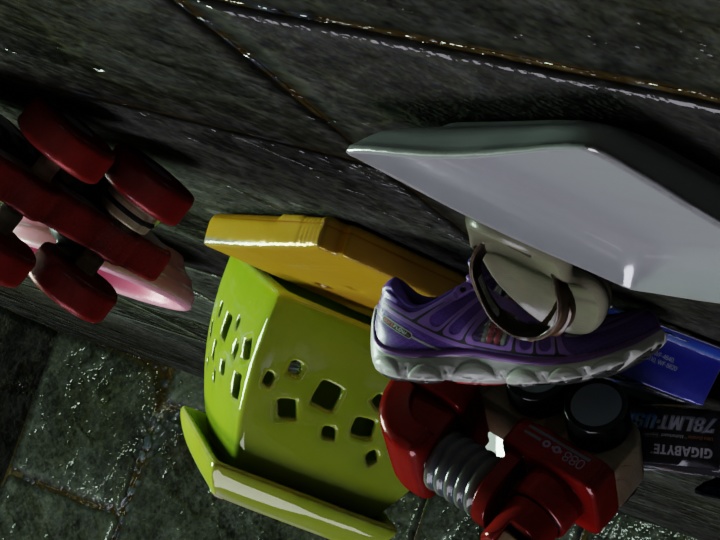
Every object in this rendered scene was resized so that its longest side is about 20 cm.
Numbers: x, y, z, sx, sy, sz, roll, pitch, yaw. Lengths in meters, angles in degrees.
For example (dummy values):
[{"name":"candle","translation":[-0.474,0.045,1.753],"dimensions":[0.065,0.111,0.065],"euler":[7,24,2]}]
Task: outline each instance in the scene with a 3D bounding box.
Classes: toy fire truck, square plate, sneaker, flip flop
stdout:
[{"name":"toy fire truck","translation":[-0.221,-0.065,1.237],"dimensions":[0.168,0.112,0.200],"euler":[44,-171,38]},{"name":"square plate","translation":[0.121,-0.028,0.854],"dimensions":[0.197,0.029,0.200],"euler":[24,171,-30]},{"name":"toy fire truck","translation":[0.077,0.157,1.254],"dimensions":[0.176,0.200,0.129],"euler":[29,152,31]},{"name":"sneaker","translation":[0.099,0.033,1.186],"dimensions":[0.199,0.084,0.081],"euler":[1,-179,19]},{"name":"flip flop","translation":[0.098,0.009,1.057],"dimensions":[0.081,0.058,0.200],"euler":[17,172,16]}]

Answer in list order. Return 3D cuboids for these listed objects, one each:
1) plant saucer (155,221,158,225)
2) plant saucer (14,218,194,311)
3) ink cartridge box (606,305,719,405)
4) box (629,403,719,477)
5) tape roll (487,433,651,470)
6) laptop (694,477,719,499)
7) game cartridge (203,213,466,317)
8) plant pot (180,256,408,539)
[{"name":"plant saucer","translation":[-0.267,-0.066,1.546],"dimensions":[0.199,0.031,0.200],"euler":[20,172,3]},{"name":"plant saucer","translation":[-0.252,-0.017,1.775],"dimensions":[0.199,0.051,0.201],"euler":[19,171,3]},{"name":"ink cartridge box","translation":[0.186,0.063,1.290],"dimensions":[0.099,0.039,0.200],"euler":[21,171,-7]},{"name":"box","translation":[0.248,0.129,1.369],"dimensions":[0.199,0.050,0.198],"euler":[11,175,-44]},{"name":"tape roll","translation":[0.207,0.163,1.730],"dimensions":[0.201,0.037,0.203],"euler":[3,177,0]},{"name":"laptop","translation":[0.402,0.203,1.442],"dimensions":[0.199,0.104,0.177],"euler":[-16,-168,-31]},{"name":"game cartridge","translation":[0.000,0.000,1.358],"dimensions":[0.176,0.033,0.200],"euler":[24,169,-29]},{"name":"plant pot","translation":[-0.039,0.112,1.524],"dimensions":[0.199,0.182,0.199],"euler":[23,-175,-18]}]
